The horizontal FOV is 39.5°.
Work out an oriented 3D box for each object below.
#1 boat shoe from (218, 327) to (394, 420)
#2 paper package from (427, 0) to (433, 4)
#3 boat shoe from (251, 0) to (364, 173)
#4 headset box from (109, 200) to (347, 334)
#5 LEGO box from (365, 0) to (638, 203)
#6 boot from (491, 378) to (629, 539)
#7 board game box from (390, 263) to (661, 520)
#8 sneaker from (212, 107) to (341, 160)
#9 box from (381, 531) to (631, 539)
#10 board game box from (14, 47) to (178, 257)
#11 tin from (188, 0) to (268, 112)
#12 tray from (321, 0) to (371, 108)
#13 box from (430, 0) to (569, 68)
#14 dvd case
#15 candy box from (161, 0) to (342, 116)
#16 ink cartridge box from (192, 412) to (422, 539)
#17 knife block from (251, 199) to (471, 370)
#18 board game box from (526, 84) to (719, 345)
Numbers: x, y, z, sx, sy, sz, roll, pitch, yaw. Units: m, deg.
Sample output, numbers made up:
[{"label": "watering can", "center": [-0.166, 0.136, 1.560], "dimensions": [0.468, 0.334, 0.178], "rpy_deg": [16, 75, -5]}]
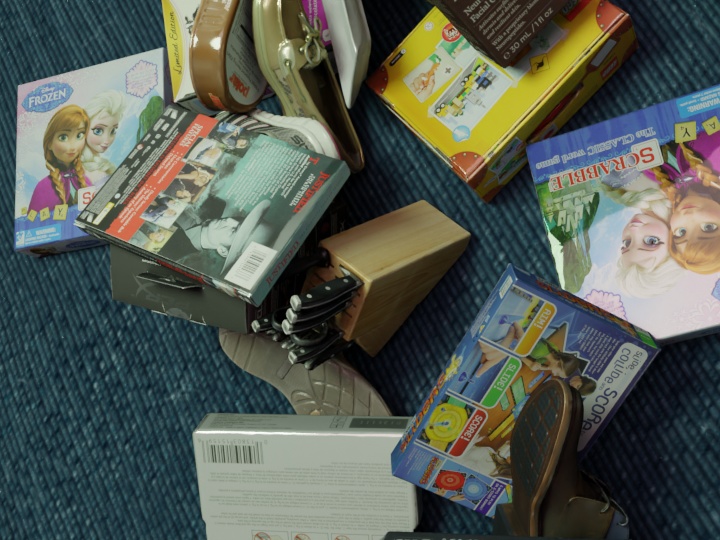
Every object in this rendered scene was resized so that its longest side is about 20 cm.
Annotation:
[{"label": "boat shoe", "center": [-0.039, 0.095, 0.937], "dimensions": [0.200, 0.072, 0.076], "rpy_deg": [43, 109, 3]}, {"label": "paper package", "center": [0.078, -0.358, 0.930], "dimensions": [0.191, 0.103, 0.200], "rpy_deg": [-48, 34, 7]}, {"label": "boat shoe", "center": [-0.046, -0.183, 0.956], "dimensions": [0.063, 0.200, 0.073], "rpy_deg": [2, 36, 31]}, {"label": "headset box", "center": [-0.122, -0.016, 0.925], "dimensions": [0.149, 0.200, 0.075], "rpy_deg": [13, 114, 25]}, {"label": "LEGO box", "center": [0.129, -0.190, 0.928], "dimensions": [0.200, 0.077, 0.149], "rpy_deg": [-46, 66, 7]}, {"label": "boot", "center": [0.168, 0.167, 0.790], "dimensions": [0.097, 0.200, 0.075], "rpy_deg": [2, 34, -11]}, {"label": "board game box", "center": [0.130, 0.109, 0.816], "dimensions": [0.135, 0.034, 0.200], "rpy_deg": [26, 110, -11]}, {"label": "sneaker", "center": [-0.112, -0.107, 0.951], "dimensions": [0.200, 0.087, 0.074], "rpy_deg": [13, 126, 46]}, {"label": "box", "center": [0.113, 0.313, 0.758], "dimensions": [0.200, 0.117, 0.197], "rpy_deg": [-4, 113, 22]}, {"label": "board game box", "center": [-0.290, -0.128, 1.110], "dimensions": [0.200, 0.041, 0.200], "rpy_deg": [-10, 75, 20]}, {"label": "tin", "center": [-0.107, -0.245, 0.948], "dimensions": [0.042, 0.112, 0.200], "rpy_deg": [10, 76, 23]}, {"label": "tray", "center": [-0.020, -0.262, 0.934], "dimensions": [0.022, 0.107, 0.200], "rpy_deg": [-10, 72, -9]}, {"label": "box", "center": [0.082, -0.271, 0.813], "dimensions": [0.100, 0.200, 0.075], "rpy_deg": [-46, 30, 7]}, {"label": "dvd case", "center": [-0.128, -0.062, 0.851], "dimensions": [0.200, 0.022, 0.146], "rpy_deg": [20, 64, 29]}, {"label": "candy box", "center": [-0.104, -0.255, 1.050], "dimensions": [0.200, 0.061, 0.137], "rpy_deg": [-16, 73, 19]}, {"label": "ink cartridge box", "center": [-0.044, 0.218, 0.909], "dimensions": [0.200, 0.044, 0.174], "rpy_deg": [-1, 106, 11]}, {"label": "knife block", "center": [0.000, 0.000, 0.871], "dimensions": [0.064, 0.176, 0.200], "rpy_deg": [39, 83, 23]}, {"label": "board game box", "center": [0.261, -0.041, 0.852], "dimensions": [0.200, 0.041, 0.200], "rpy_deg": [-17, 73, 19]}]
